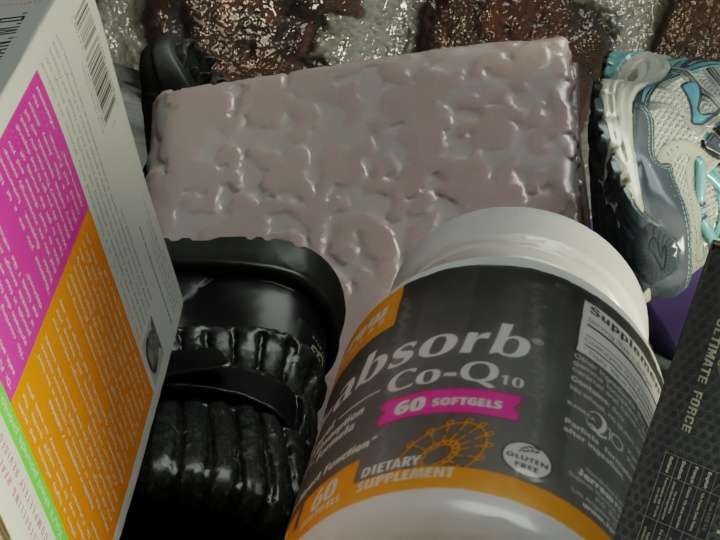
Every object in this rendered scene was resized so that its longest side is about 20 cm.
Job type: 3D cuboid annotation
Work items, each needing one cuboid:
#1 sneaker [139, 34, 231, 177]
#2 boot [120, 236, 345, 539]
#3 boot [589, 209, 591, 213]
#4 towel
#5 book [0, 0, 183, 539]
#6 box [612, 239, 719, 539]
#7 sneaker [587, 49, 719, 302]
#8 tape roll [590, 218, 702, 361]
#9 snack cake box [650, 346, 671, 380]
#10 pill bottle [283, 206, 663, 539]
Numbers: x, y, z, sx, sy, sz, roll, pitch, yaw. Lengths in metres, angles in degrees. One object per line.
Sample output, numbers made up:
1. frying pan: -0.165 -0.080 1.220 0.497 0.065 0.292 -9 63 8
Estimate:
1. sneaker: -0.085 -0.012 1.041 0.090 0.201 0.067 -10 30 11
2. boot: -0.109 0.059 0.798 0.210 0.080 0.158 -8 34 15
3. boot: 0.064 0.007 1.239 0.072 0.200 0.166 -35 59 -29
4. towel: 0.000 0.000 0.901 0.190 0.201 0.032 -8 -35 12
5. book: -0.100 0.009 0.668 0.048 0.134 0.200 -6 30 12
6. box: 0.109 0.095 0.612 0.051 0.201 0.158 20 7 27
7. sneaker: 0.133 -0.046 0.871 0.086 0.078 0.200 0 22 10
8. tape roll: 0.177 0.053 1.061 0.085 0.201 0.200 -26 18 -7
9. snack cake box: 0.070 0.065 1.049 0.067 0.115 0.200 17 8 -17
10. pill bottle: 0.040 0.067 0.718 0.116 0.117 0.200 19 32 -1
